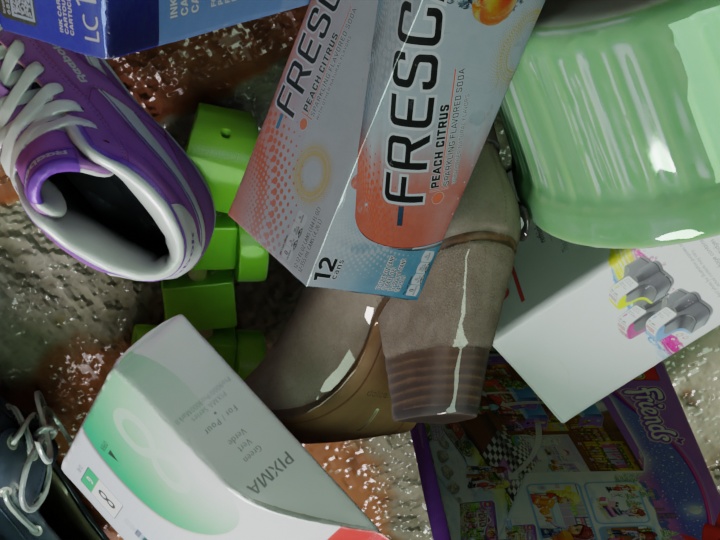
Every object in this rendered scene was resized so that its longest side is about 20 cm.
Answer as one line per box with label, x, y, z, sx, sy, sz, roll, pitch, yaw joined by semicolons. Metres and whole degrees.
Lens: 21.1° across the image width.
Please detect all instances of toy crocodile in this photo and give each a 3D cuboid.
toy crocodile;-0.080;0.011;0.953;0.067;0.062;0.201;0;127;-7

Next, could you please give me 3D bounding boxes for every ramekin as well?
ramekin;0.144;-0.106;0.824;0.199;0.200;0.098;-23;116;8

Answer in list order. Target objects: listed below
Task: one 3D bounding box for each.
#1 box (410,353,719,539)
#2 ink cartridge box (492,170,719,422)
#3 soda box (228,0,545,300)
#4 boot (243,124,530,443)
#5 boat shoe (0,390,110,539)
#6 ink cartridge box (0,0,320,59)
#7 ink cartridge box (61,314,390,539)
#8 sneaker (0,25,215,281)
box;0.102;0.109;0.948;0.136;0.200;0.039;-1;121;-6
ink cartridge box;0.117;-0.010;0.925;0.200;0.115;0.068;-33;121;15
soda box;0.019;-0.091;0.772;0.063;0.068;0.201;7;113;-40
boot;0.000;0.000;0.880;0.070;0.147;0.200;9;166;-41
boat shoe;-0.178;0.101;0.984;0.062;0.075;0.200;-16;124;5
ink cartridge box;-0.073;-0.165;0.751;0.200;0.076;0.137;-22;120;-39
ink cartridge box;-0.049;0.129;0.895;0.200;0.050;0.161;49;153;6
sneaker;-0.143;-0.073;0.829;0.200;0.114;0.073;40;99;-4
